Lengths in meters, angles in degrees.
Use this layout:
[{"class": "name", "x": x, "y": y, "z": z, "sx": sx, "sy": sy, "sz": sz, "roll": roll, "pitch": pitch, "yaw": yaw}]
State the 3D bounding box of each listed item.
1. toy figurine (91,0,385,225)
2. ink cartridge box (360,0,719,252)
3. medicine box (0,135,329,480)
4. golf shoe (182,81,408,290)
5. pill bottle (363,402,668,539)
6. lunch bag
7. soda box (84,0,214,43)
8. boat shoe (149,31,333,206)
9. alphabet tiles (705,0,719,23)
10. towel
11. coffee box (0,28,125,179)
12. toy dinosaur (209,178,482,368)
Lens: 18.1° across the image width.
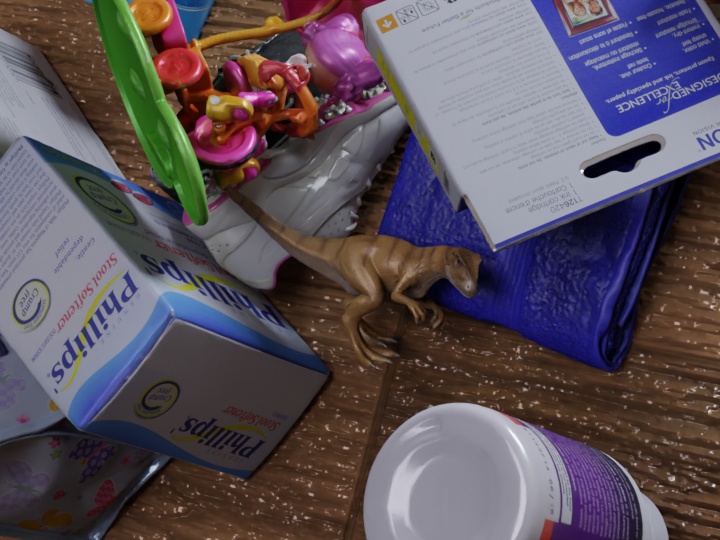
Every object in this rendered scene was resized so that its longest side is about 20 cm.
[{"class": "toy figurine", "x": -0.056, "y": -0.138, "z": 1.459, "sx": 0.183, "sy": 0.151, "sz": 0.200, "roll": -21, "pitch": 49, "yaw": -11}, {"class": "ink cartridge box", "x": 0.128, "y": -0.114, "z": 1.387, "sx": 0.196, "sy": 0.047, "sz": 0.201, "roll": -22, "pitch": 62, "yaw": -8}, {"class": "medicine box", "x": -0.150, "y": 0.027, "z": 1.507, "sx": 0.103, "sy": 0.182, "sz": 0.200, "roll": -51, "pitch": 55, "yaw": 10}, {"class": "golf shoe", "x": -0.021, "y": -0.065, "z": 1.525, "sx": 0.199, "sy": 0.092, "sz": 0.075, "roll": -33, "pitch": 18, "yaw": 2}, {"class": "pill bottle", "x": 0.098, "y": 0.147, "z": 1.293, "sx": 0.111, "sy": 0.200, "sz": 0.112, "roll": -10, "pitch": 71, "yaw": 32}, {"class": "lunch bag", "x": -0.250, "y": 0.087, "z": 1.543, "sx": 0.127, "sy": 0.199, "sz": 0.170, "roll": -50, "pitch": 55, "yaw": 17}, {"class": "soda box", "x": -0.123, "y": -0.271, "z": 1.651, "sx": 0.068, "sy": 0.064, "sz": 0.201, "roll": 24, "pitch": 91, "yaw": 36}, {"class": "boat shoe", "x": -0.067, "y": -0.119, "z": 1.563, "sx": 0.200, "sy": 0.071, "sz": 0.072, "roll": -52, "pitch": 55, "yaw": 10}, {"class": "alphabet tiles", "x": 0.153, "y": -0.182, "z": 1.473, "sx": 0.167, "sy": 0.008, "sz": 0.201, "roll": -30, "pitch": 62, "yaw": 24}, {"class": "towel", "x": 0.101, "y": -0.036, "z": 1.433, "sx": 0.199, "sy": 0.049, "sz": 0.149, "roll": 21, "pitch": 92, "yaw": 36}, {"class": "coffee box", "x": -0.319, "y": -0.063, "z": 1.638, "sx": 0.198, "sy": 0.200, "sz": 0.200, "roll": -46, "pitch": 56, "yaw": 15}, {"class": "toy dinosaur", "x": 0.000, "y": 0.000, "z": 1.461, "sx": 0.199, "sy": 0.060, "sz": 0.107, "roll": 11, "pitch": 111, "yaw": 30}]
